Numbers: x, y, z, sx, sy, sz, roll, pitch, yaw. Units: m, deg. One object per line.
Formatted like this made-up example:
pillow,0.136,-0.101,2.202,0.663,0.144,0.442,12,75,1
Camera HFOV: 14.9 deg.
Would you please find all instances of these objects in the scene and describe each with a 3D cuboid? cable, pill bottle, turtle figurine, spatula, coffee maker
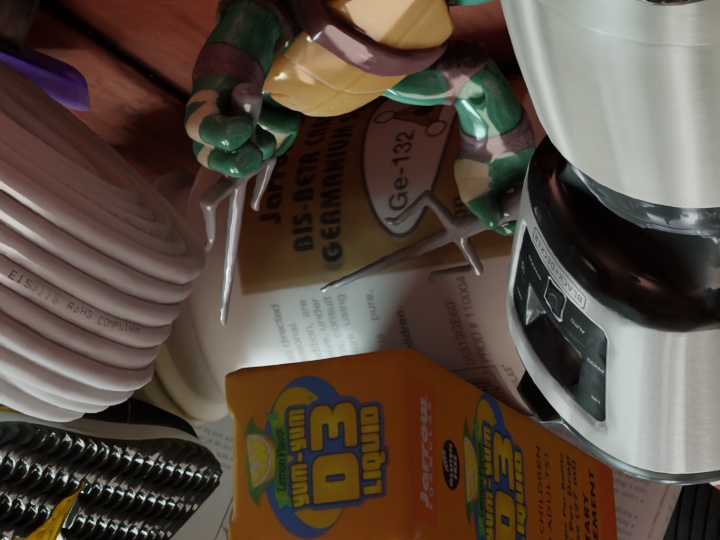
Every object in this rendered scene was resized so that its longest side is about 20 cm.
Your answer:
cable,-0.133,-0.036,0.765,0.200,0.069,0.200,38,-178,-8
pill bottle,0.000,0.000,0.948,0.199,0.115,0.114,-9,159,23
turtle figurine,0.004,-0.064,0.789,0.149,0.101,0.200,-6,153,-45
spatula,-0.099,-0.092,0.822,0.056,0.021,0.200,22,155,-2
coffee maker,0.122,-0.056,0.662,0.191,0.135,0.200,-7,142,3

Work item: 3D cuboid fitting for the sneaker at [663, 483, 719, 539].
sneaker,0.095,0.112,1.112,0.199,0.075,0.088,5,169,43

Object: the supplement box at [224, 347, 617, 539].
supplement box,0.025,0.080,0.902,0.068,0.067,0.200,-9,163,23

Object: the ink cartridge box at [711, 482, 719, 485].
ink cartridge box,0.178,0.047,1.143,0.199,0.076,0.147,19,153,-41

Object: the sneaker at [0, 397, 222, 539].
sneaker,-0.115,0.048,0.897,0.070,0.090,0.200,-46,158,8

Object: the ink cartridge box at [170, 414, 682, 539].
ink cartridge box,0.009,0.093,1.032,0.199,0.174,0.044,20,169,14
